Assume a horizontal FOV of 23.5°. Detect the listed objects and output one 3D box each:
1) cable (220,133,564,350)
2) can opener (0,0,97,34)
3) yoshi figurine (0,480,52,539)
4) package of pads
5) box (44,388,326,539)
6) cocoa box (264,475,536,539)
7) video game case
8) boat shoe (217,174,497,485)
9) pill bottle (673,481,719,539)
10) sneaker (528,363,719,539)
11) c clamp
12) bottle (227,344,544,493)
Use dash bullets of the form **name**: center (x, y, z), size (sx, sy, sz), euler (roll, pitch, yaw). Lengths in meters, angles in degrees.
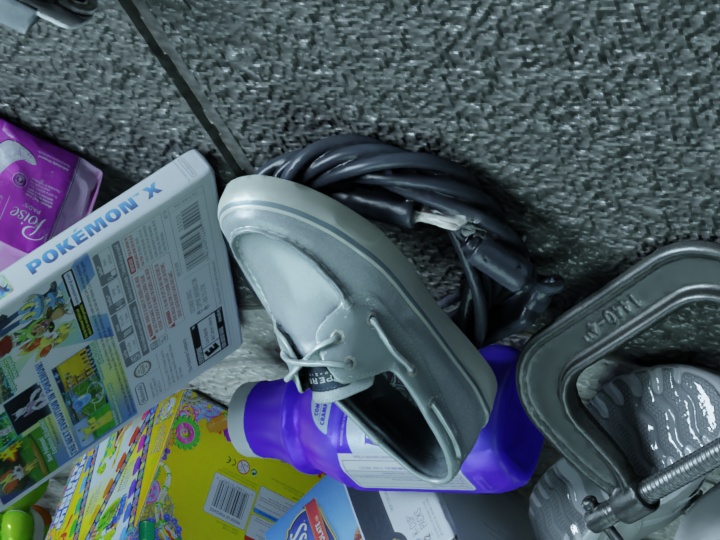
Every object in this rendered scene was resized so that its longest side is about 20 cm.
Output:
- **cable**: center (0.000, 0.000, 0.908), size (0.162, 0.051, 0.199), euler (31, 150, -23)
- **can opener**: center (-0.197, -0.166, 0.745), size (0.199, 0.054, 0.067), euler (26, 119, -15)
- **yoshi figurine**: center (-0.281, 0.184, 1.384), size (0.113, 0.112, 0.200), euler (61, 163, 3)
- **package of pads**: center (-0.236, -0.020, 0.981), size (0.120, 0.076, 0.200), euler (26, 151, -17)
- **box**: center (-0.101, 0.200, 1.249), size (0.199, 0.123, 0.192), euler (29, 151, -20)
- **cocoa box**: center (0.059, 0.213, 1.114), size (0.131, 0.134, 0.200), euler (-43, 125, 14)
- **video game case**: center (-0.149, 0.039, 0.954), size (0.022, 0.182, 0.201), euler (48, 162, 23)
- **boat shoe**: center (-0.002, 0.035, 0.858), size (0.070, 0.072, 0.201), euler (-13, 133, 40)
- **pill bottle**: center (0.281, 0.193, 1.010), size (0.199, 0.112, 0.110), euler (22, 155, -36)
- **sneaker**: center (0.169, 0.106, 1.006), size (0.081, 0.075, 0.200), euler (-10, 157, -27)
- **c clamp**: center (0.168, 0.077, 0.896), size (0.171, 0.027, 0.200), euler (45, 132, 1)
- **bottle**: center (0.012, 0.087, 1.023), size (0.198, 0.084, 0.065), euler (-3, 147, 35)
